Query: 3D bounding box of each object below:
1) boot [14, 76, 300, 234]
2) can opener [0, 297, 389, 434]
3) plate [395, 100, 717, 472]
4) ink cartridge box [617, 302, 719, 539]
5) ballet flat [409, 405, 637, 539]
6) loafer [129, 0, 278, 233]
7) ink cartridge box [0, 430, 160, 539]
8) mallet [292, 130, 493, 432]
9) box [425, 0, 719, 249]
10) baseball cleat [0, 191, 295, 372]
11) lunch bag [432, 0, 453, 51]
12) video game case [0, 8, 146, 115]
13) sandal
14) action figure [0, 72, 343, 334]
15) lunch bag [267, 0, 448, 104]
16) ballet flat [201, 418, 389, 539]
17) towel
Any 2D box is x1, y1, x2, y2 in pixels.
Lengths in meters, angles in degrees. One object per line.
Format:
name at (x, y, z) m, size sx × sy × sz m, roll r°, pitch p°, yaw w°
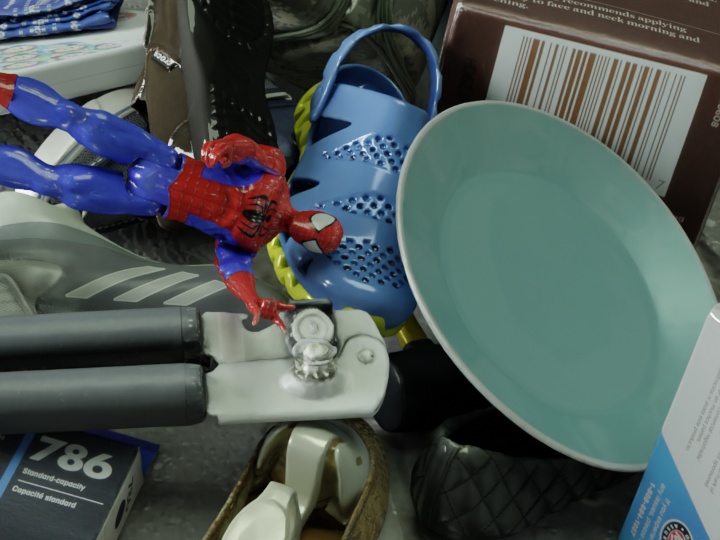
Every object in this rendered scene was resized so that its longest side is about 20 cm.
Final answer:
boot at (-0.093, -0.057, 0.852) m, size 0.090 × 0.073 × 0.200 m, roll 31°, pitch 41°, yaw 20°
can opener at (-0.083, 0.048, 0.669) m, size 0.198 × 0.067 × 0.053 m, roll -1°, pitch 58°, yaw -11°
plate at (0.095, 0.007, 0.748) m, size 0.199 × 0.026 × 0.202 m, roll 19°, pitch 51°, yaw -25°
ink cartridge box at (0.244, 0.111, 0.665) m, size 0.145 × 0.148 × 0.200 m, roll -17°, pitch 46°, yaw -36°
ballet flat at (0.102, 0.073, 0.748) m, size 0.066 × 0.057 × 0.199 m, roll 36°, pitch 42°, yaw 28°
loafer at (-0.091, -0.103, 0.800) m, size 0.073 × 0.071 × 0.201 m, roll 38°, pitch 33°, yaw -40°
ink cartridge box at (-0.155, 0.110, 0.637) m, size 0.098 × 0.039 × 0.201 m, roll 14°, pitch 35°, yaw 3°
mallet at (0.000, 0.000, 0.801) m, size 0.065 × 0.041 × 0.201 m, roll -13°, pitch 56°, yaw -33°
box at (0.125, -0.106, 0.905) m, size 0.164 × 0.165 × 0.201 m, roll 14°, pitch 35°, yaw 2°
baseball cleat at (-0.112, 0.033, 0.743) m, size 0.198 × 0.070 × 0.107 m, roll 20°, pitch 50°, yaw 13°
lunch bag at (0.064, -0.227, 1.127) m, size 0.199 × 0.078 × 0.160 m, roll 27°, pitch 37°, yaw 19°
video game case at (-0.197, -0.122, 0.891) m, size 0.199 × 0.024 × 0.181 m, roll -20°, pitch 23°, yaw -37°
sandal at (0.003, -0.053, 0.767) m, size 0.079 × 0.087 × 0.201 m, roll 17°, pitch 41°, yaw -19°
action figure at (-0.090, -0.034, 0.646) m, size 0.198 × 0.066 × 0.099 m, roll 16°, pitch 11°, yaw -24°
lunch bag at (-0.008, -0.212, 0.967) m, size 0.139 × 0.167 × 0.202 m, roll -2°, pitch 62°, yaw 46°
ballet flat at (-0.028, 0.106, 0.657) m, size 0.070 × 0.066 × 0.200 m, roll 16°, pitch 35°, yaw 7°
towel at (-0.236, -0.166, 0.939) m, size 0.198 × 0.024 × 0.145 m, roll -6°, pitch 24°, yaw -1°
